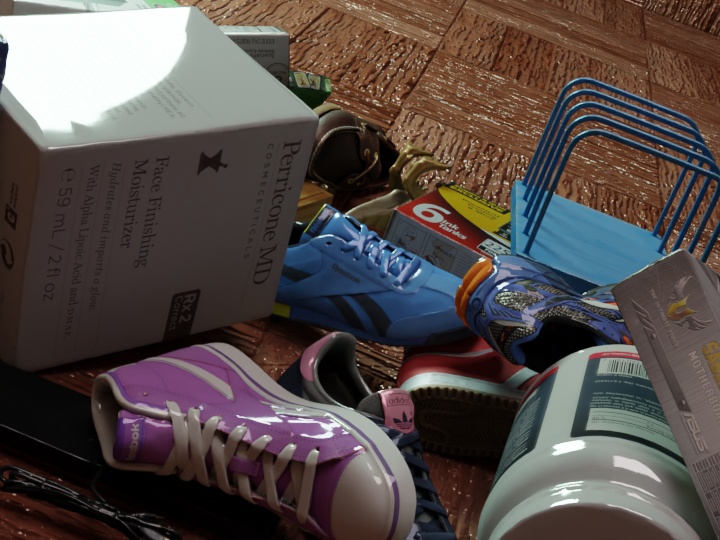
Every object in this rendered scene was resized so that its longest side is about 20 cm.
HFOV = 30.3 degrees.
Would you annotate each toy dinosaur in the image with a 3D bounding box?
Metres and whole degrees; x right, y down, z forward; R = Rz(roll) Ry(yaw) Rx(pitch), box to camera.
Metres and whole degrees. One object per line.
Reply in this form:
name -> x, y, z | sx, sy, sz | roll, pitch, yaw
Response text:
toy dinosaur -> 0.031, -0.054, 1.156 | 0.060, 0.107, 0.199 | 31, 18, 33

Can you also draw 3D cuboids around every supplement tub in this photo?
supplement tub -> 0.143, 0.140, 0.762 | 0.139, 0.141, 0.200 | 23, 24, 7

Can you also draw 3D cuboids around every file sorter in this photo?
file sorter -> 0.205, -0.063, 1.062 | 0.138, 0.123, 0.200 | 20, 21, -1

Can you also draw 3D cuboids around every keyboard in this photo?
keyboard -> -0.142, 0.112, 0.744 | 0.199, 0.021, 0.127 | 21, 18, 4

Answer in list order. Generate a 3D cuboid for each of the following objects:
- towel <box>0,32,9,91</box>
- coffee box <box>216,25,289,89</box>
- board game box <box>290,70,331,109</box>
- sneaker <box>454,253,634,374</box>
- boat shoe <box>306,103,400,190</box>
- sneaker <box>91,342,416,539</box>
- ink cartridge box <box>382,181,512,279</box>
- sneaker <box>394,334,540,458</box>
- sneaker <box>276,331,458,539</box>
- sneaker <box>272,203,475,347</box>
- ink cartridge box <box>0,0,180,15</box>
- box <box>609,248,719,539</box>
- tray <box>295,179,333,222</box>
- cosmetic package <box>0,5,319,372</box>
towel -> -0.276, -0.078, 0.814 | 0.024, 0.201, 0.145 | -2, 33, -45
coffee box -> -0.158, -0.141, 1.081 | 0.198, 0.114, 0.080 | -1, 14, -11
board game box -> -0.137, -0.161, 1.237 | 0.199, 0.105, 0.024 | 7, 59, -29
sneaker -> 0.158, 0.051, 0.893 | 0.198, 0.076, 0.079 | 10, 31, -22
boat shoe -> -0.009, -0.110, 1.238 | 0.070, 0.071, 0.200 | 34, 16, 12
sneaker -> -0.070, 0.103, 0.718 | 0.200, 0.073, 0.114 | 22, 18, 40
ink cartridge box -> 0.131, 0.010, 1.104 | 0.199, 0.084, 0.175 | 28, 23, 16
sneaker -> 0.120, 0.090, 0.940 | 0.198, 0.072, 0.113 | 15, 27, -7
sneaker -> 0.013, 0.116, 0.768 | 0.070, 0.082, 0.200 | 9, 29, -49
sneaker -> 0.000, 0.000, 0.953 | 0.199, 0.079, 0.066 | 12, 31, 29
ink cartridge box -> -0.280, -0.241, 1.306 | 0.199, 0.085, 0.146 | 0, 30, -38
box -> 0.219, 0.099, 0.724 | 0.158, 0.048, 0.201 | 24, 42, -56
tray -> -0.115, -0.055, 1.102 | 0.098, 0.037, 0.200 | 30, 26, 20
cosmetic package -> -0.164, -0.061, 0.875 | 0.199, 0.166, 0.165 | -12, 42, -37
